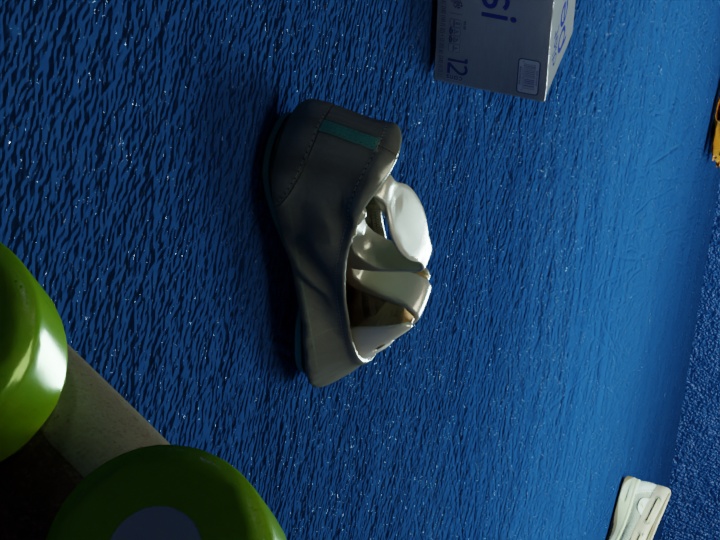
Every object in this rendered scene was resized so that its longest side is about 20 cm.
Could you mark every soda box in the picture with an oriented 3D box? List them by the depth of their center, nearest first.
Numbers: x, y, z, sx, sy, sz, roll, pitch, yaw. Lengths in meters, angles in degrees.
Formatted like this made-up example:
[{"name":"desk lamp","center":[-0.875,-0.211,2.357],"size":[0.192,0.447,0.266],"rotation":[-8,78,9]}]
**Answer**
[{"name":"soda box","center":[0.078,-0.188,1.134],"size":[0.068,0.063,0.201],"rotation":[-64,162,-47]}]

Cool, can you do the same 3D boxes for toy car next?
[{"name":"toy car","center":[-0.108,0.122,0.563],"size":[0.200,0.158,0.165],"rotation":[-45,155,-10]}]

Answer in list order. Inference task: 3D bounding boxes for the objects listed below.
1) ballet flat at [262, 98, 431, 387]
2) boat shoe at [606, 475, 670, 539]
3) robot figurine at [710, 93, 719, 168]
[{"name":"ballet flat","center":[0.000,0.000,0.973],"size":[0.200,0.063,0.068],"rotation":[80,25,-60]},{"name":"boat shoe","center":[0.325,0.346,2.708],"size":[0.072,0.064,0.201],"rotation":[77,28,-62]},{"name":"robot figurine","center":[0.493,-0.231,2.904],"size":[0.145,0.058,0.202],"rotation":[8,95,-78]}]
